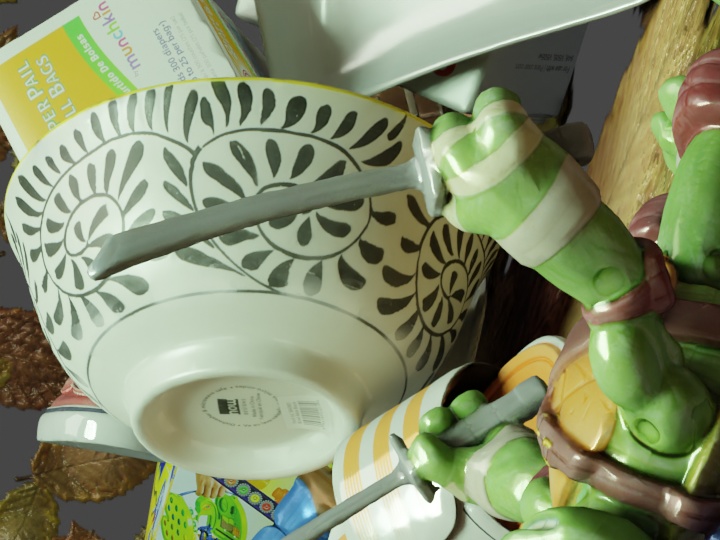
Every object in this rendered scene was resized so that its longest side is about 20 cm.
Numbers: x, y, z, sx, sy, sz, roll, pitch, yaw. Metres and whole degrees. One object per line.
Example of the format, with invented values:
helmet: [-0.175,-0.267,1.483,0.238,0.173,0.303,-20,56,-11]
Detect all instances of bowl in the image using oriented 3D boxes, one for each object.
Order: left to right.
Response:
bowl: [-0.043,0.022,0.925,0.201,0.201,0.094,115,160,-55]

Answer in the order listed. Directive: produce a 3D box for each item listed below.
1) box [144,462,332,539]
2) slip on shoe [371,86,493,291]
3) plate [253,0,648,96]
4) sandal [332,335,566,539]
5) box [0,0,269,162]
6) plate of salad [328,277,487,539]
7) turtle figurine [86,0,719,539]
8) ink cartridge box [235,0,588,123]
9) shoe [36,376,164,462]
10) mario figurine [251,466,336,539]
box: [-0.035,0.072,1.303,0.200,0.122,0.193,-92,20,-70]
slip on shoe: [0.035,-0.016,1.205,0.061,0.076,0.200,53,-162,-38]
plate: [0.029,-0.183,1.011,0.032,0.200,0.200,-6,-99,-55]
sandal: [0.010,0.099,0.888,0.207,0.059,0.079,-48,37,36]
box: [-0.078,-0.048,1.084,0.113,0.101,0.200,60,-175,17]
plate of salad: [0.025,0.095,1.029,0.200,0.048,0.200,-160,90,-85]
turtle figurine: [0.040,-0.003,0.585,0.194,0.200,0.144,-54,-47,-37]
ink cartridge box: [0.043,-0.183,1.072,0.083,0.147,0.200,-4,-66,-55]
shoe: [-0.132,0.054,1.300,0.200,0.071,0.091,139,142,-85]
mario figurine: [-0.055,0.197,1.150,0.200,0.123,0.106,-46,28,-8]
